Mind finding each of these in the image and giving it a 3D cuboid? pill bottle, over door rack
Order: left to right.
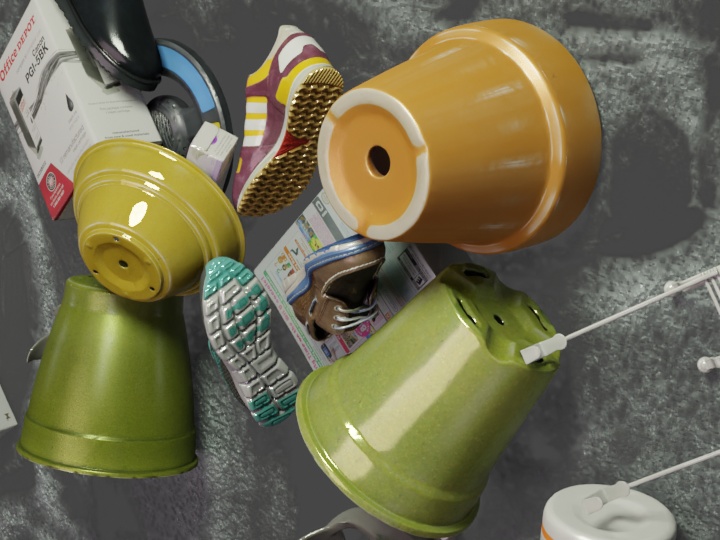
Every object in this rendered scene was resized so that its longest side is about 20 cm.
[{"bbox_3d":[0.205,0.298,1.350,0.114,0.114,0.201,20,115,39],"label":"pill bottle"},{"bbox_3d":[0.249,0.090,1.269,0.199,0.067,0.148,-26,83,24],"label":"over door rack"}]

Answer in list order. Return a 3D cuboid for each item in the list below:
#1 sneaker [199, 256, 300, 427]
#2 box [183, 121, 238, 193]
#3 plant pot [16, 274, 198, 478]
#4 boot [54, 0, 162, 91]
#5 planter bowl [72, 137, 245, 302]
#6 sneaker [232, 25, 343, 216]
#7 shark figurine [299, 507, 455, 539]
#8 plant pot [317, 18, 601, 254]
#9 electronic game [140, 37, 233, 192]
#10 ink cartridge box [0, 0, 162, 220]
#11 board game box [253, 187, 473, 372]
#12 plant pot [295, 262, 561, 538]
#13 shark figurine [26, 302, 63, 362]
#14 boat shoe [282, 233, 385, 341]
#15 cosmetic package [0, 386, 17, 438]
[{"bbox_3d":[-0.132,0.069,1.614,0.091,0.077,0.201,28,141,49],"label":"sneaker"},{"bbox_3d":[-0.169,-0.069,1.610,0.039,0.042,0.200,27,140,3],"label":"box"},{"bbox_3d":[-0.267,0.108,1.718,0.200,0.200,0.194,12,97,41],"label":"plant pot"},{"bbox_3d":[-0.232,-0.308,1.604,0.168,0.076,0.200,-45,71,26],"label":"boot"},{"bbox_3d":[-0.223,-0.030,1.587,0.199,0.084,0.201,17,138,16],"label":"planter bowl"},{"bbox_3d":[-0.082,-0.144,1.541,0.090,0.075,0.200,58,133,34],"label":"sneaker"},{"bbox_3d":[0.015,0.271,1.538,0.214,0.089,0.129,19,114,38],"label":"shark figurine"},{"bbox_3d":[0.070,-0.102,1.317,0.199,0.183,0.201,15,112,41],"label":"plant pot"},{"bbox_3d":[-0.206,-0.147,1.672,0.199,0.041,0.201,15,112,41],"label":"electronic game"},{"bbox_3d":[-0.309,-0.178,1.693,0.147,0.083,0.201,-47,62,46],"label":"ink cartridge box"},{"bbox_3d":[0.000,0.000,1.500,0.200,0.064,0.148,-46,69,40],"label":"board game box"},{"bbox_3d":[0.075,0.101,1.385,0.201,0.200,0.184,51,120,21],"label":"plant pot"},{"bbox_3d":[-0.350,0.117,1.858,0.128,0.089,0.216,3,102,45],"label":"shark figurine"},{"bbox_3d":[-0.013,0.017,1.398,0.073,0.072,0.200,68,163,7],"label":"boat shoe"},{"bbox_3d":[-0.551,0.218,2.066,0.200,0.107,0.085,-37,75,42],"label":"cosmetic package"}]
